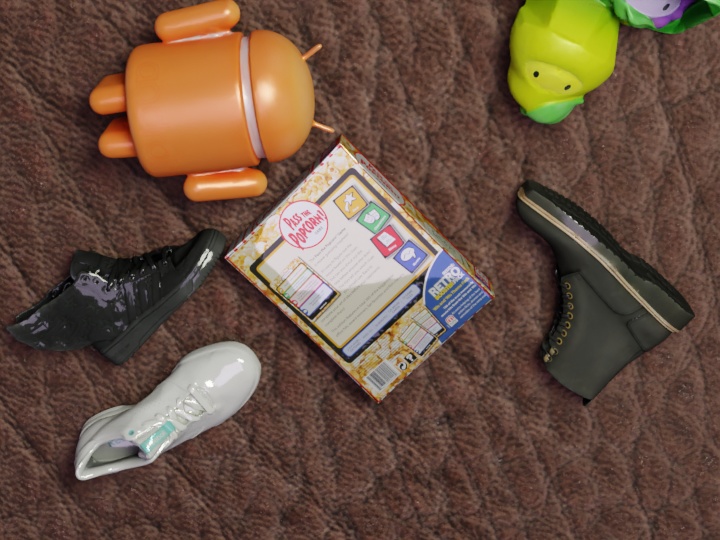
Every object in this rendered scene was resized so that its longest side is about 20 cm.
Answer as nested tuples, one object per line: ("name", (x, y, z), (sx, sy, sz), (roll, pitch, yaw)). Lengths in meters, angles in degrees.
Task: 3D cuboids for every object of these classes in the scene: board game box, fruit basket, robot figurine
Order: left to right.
("robot figurine", (-0.125, -0.141, 1.091), (0.199, 0.117, 0.145), (-7, 73, 4))
("board game box", (0.000, 0.000, 1.167), (0.151, 0.046, 0.200), (-43, 102, 13))
("fruit basket", (0.182, -0.223, 1.052), (0.214, 0.156, 0.217), (0, 91, -5))

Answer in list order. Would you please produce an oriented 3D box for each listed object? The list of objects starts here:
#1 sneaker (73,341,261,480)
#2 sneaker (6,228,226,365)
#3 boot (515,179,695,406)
("sneaker", (-0.180, 0.141, 1.194), (0.199, 0.089, 0.075), (-32, 103, 10))
("sneaker", (-0.222, 0.013, 1.169), (0.104, 0.060, 0.200), (40, 107, -15))
("boot", (0.187, 0.026, 1.162), (0.200, 0.078, 0.138), (40, 109, -10))
